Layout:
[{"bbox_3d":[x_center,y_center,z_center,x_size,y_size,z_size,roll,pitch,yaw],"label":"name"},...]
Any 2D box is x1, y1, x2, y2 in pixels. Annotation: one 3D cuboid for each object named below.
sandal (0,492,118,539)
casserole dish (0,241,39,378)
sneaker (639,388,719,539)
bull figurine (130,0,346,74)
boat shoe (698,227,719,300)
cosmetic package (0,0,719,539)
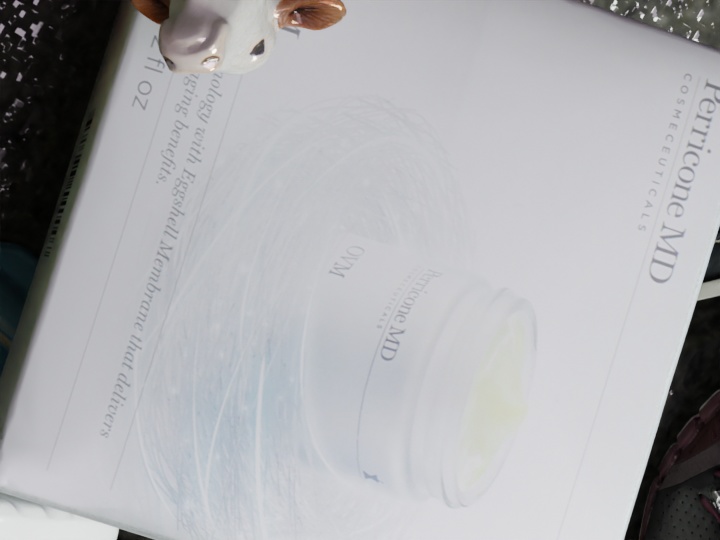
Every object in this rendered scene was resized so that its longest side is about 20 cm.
[{"bbox_3d":[-0.159,0.085,0.822,0.202,0.082,0.050,13,91,-55],"label":"sandal"},{"bbox_3d":[-0.174,0.076,0.905,0.200,0.039,0.121,-46,124,-4],"label":"casserole dish"},{"bbox_3d":[0.161,0.064,1.011,0.201,0.075,0.115,-59,164,11],"label":"sneaker"},{"bbox_3d":[-0.007,-0.148,0.744,0.200,0.065,0.122,-50,152,-19],"label":"bull figurine"},{"bbox_3d":[0.199,-0.051,1.022,0.198,0.075,0.066,-25,97,-6],"label":"boat shoe"},{"bbox_3d":[0.000,0.000,0.848,0.199,0.123,0.201,17,88,-10],"label":"cosmetic package"}]
